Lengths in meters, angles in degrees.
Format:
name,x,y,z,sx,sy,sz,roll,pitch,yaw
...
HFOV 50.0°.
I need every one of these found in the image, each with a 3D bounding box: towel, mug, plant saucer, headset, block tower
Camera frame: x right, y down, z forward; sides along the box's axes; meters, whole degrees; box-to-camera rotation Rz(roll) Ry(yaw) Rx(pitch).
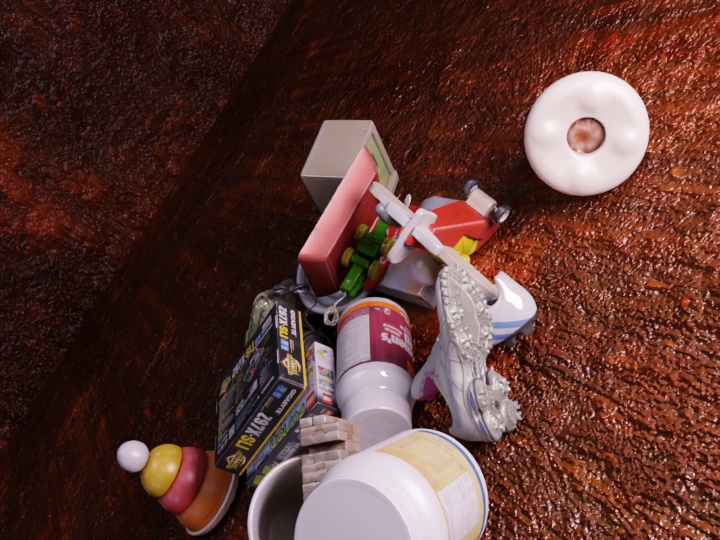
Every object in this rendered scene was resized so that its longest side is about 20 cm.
name,x,y,z,sx,sy,sz,roll,pitch,yaw
towel,-0.154,0.122,1.300,0.148,0.036,0.205,-34,-43,-70
mug,-0.051,0.315,0.951,0.154,0.182,0.153,116,149,-64
plant saucer,-0.019,-0.008,1.319,0.197,0.050,0.204,-22,49,27
headset,-0.102,0.123,1.225,0.123,0.092,0.205,16,105,60
plant saucer,-0.019,-0.063,1.205,0.202,0.036,0.201,-60,-13,-14
block tower,-0.029,0.265,0.851,0.053,0.058,0.205,-16,67,26

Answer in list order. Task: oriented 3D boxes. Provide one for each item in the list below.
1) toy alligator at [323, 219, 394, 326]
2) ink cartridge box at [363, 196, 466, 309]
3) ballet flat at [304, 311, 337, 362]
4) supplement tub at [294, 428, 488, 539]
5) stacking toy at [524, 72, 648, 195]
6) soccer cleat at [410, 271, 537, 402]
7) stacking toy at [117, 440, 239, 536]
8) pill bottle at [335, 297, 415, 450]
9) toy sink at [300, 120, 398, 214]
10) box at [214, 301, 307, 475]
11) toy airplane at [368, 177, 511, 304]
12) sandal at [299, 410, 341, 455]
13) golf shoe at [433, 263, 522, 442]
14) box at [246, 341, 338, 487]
name,x,y,z,sx,sy,sz,roll,pitch,yaw
toy alligator,0.000,0.000,1.185,0.203,0.058,0.054,-62,-16,-10
ink cartridge box,0.070,-0.041,1.194,0.198,0.050,0.164,17,72,45
ballet flat,-0.039,0.112,1.238,0.067,0.056,0.199,-59,26,-7
supplement tub,0.035,0.245,0.764,0.142,0.199,0.149,0,89,26
stacking toy,0.284,-0.197,0.994,0.146,0.146,0.201,-40,12,26
soccer cleat,0.125,0.080,0.953,0.199,0.087,0.070,-40,2,21
stacking toy,-0.312,0.334,1.280,0.145,0.199,0.148,-38,30,28
pill bottle,0.020,0.140,1.045,0.109,0.109,0.202,-40,29,26
toy sink,-0.006,-0.155,1.405,0.110,0.201,0.132,6,57,26
box,-0.150,0.173,1.134,0.201,0.049,0.161,-54,25,26
toy airplane,0.100,-0.034,1.030,0.202,0.195,0.143,-88,18,-53
sandal,-0.088,0.237,1.174,0.205,0.059,0.080,-34,33,38
golf shoe,0.108,0.099,0.889,0.096,0.077,0.205,-23,76,46
box,-0.100,0.209,1.103,0.201,0.034,0.111,-51,29,30
